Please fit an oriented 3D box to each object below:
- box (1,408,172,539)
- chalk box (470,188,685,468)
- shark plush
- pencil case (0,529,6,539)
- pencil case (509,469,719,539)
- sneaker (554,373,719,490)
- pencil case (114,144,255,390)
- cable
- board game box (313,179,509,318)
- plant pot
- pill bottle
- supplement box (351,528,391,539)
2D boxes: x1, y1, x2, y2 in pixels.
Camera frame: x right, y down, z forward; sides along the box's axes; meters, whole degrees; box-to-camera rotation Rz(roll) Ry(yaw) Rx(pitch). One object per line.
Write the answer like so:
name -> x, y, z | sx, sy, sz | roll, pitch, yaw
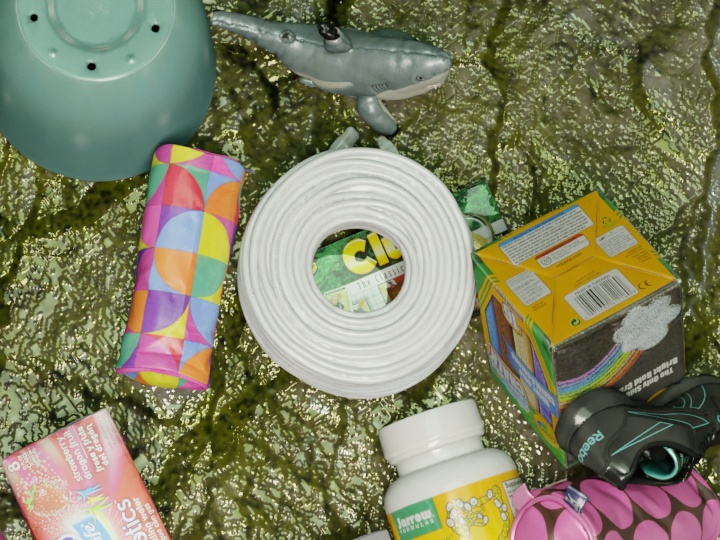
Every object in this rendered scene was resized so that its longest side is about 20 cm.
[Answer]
box -> -0.196, 0.220, 1.538 | 0.095, 0.100, 0.201 | -26, 83, -11
chalk box -> 0.179, 0.061, 1.588 | 0.124, 0.201, 0.124 | -26, 50, -13
shark plush -> -0.022, -0.195, 1.652 | 0.199, 0.083, 0.091 | 27, 77, -1
pencil case -> -0.298, 0.243, 1.530 | 0.087, 0.087, 0.201 | -26, 84, -11
pencil case -> 0.202, 0.198, 1.556 | 0.094, 0.199, 0.091 | 49, 120, 27
sneaker -> 0.242, 0.135, 1.549 | 0.199, 0.076, 0.079 | -5, 40, -37
pencil case -> -0.145, -0.003, 1.598 | 0.088, 0.088, 0.202 | 11, 77, -4
cable -> 0.000, 0.000, 1.600 | 0.200, 0.069, 0.200 | -42, 86, -12
board game box -> 0.036, 0.009, 1.650 | 0.199, 0.023, 0.105 | -23, 80, -11
plant pot -> -0.213, -0.189, 1.589 | 0.199, 0.161, 0.202 | 1, 79, -6
pill bottle -> 0.084, 0.210, 1.568 | 0.112, 0.113, 0.202 | -17, 81, -10
supplement box -> 0.001, 0.316, 1.538 | 0.108, 0.061, 0.201 | -25, 80, 26
